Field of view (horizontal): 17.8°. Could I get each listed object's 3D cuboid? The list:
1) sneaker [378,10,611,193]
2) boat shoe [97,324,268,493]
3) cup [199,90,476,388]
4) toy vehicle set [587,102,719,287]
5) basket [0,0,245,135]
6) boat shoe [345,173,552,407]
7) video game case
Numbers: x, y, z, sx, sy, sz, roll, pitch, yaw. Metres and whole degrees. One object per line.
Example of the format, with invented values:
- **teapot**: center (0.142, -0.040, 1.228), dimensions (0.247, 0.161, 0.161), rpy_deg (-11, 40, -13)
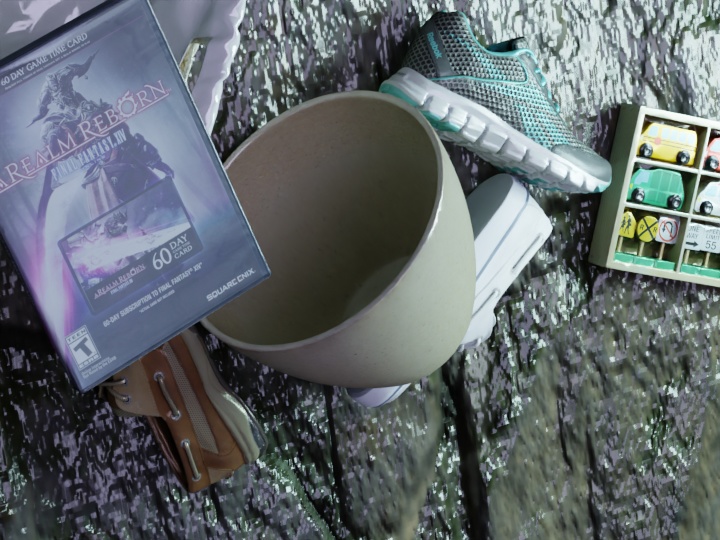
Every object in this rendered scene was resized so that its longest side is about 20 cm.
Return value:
- **sneaker**: center (0.112, -0.120, 1.647), dimensions (0.199, 0.077, 0.092), rpy_deg (27, 82, -31)
- **boat shoe**: center (-0.139, 0.069, 1.546), dimensions (0.074, 0.076, 0.200), rpy_deg (-39, 114, -13)
- **cup**: center (0.000, 0.000, 1.556), dimensions (0.201, 0.200, 0.143), rpy_deg (-54, 137, -9)
- **toy vehicle set**: center (0.275, -0.051, 1.773), dimensions (0.199, 0.026, 0.125), rpy_deg (9, 95, -29)
- **basket**: center (-0.198, -0.141, 1.424), dimensions (0.199, 0.161, 0.199), rpy_deg (14, 93, -29)
- **boat shoe**: center (0.069, 0.026, 1.650), dimensions (0.065, 0.074, 0.200), rpy_deg (42, 81, -25)
- **video game case**: center (-0.151, -0.047, 1.369), dimensions (0.142, 0.019, 0.201), rpy_deg (-32, 115, -20)
